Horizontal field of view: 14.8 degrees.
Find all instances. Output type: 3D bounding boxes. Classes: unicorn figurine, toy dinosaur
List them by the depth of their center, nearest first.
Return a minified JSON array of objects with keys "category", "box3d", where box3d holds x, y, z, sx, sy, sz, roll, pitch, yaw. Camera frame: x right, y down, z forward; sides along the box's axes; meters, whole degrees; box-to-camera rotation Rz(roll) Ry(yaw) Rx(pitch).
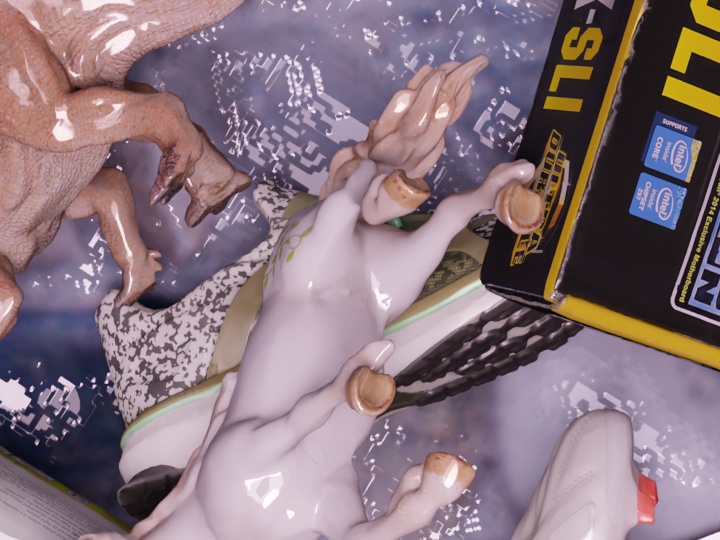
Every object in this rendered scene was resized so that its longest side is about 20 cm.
[{"category":"unicorn figurine","box3d":[-0.020,0.037,0.784,0.074,0.137,0.200,46,55,-14]},{"category":"toy dinosaur","box3d":[-0.114,-0.049,0.837,0.136,0.086,0.200,48,117,9]}]

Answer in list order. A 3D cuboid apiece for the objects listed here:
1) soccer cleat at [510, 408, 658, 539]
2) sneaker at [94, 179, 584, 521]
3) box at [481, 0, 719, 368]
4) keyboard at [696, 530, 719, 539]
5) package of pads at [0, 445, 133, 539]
[{"category":"soccer cleat","box3d":[0.042,0.137,0.850,0.077,0.069,0.200,12,95,7]},{"category":"sneaker","box3d":[0.000,0.000,0.873,0.200,0.077,0.089,-27,72,0]},{"category":"box","box3d":[0.139,-0.064,0.825,0.159,0.049,0.200,19,87,-25]},{"category":"keyboard","box3d":[0.130,0.107,0.878,0.200,0.011,0.056,-22,84,4]},{"category":"package of pads","box3d":[-0.133,0.158,0.861,0.154,0.068,0.200,30,99,8]}]
